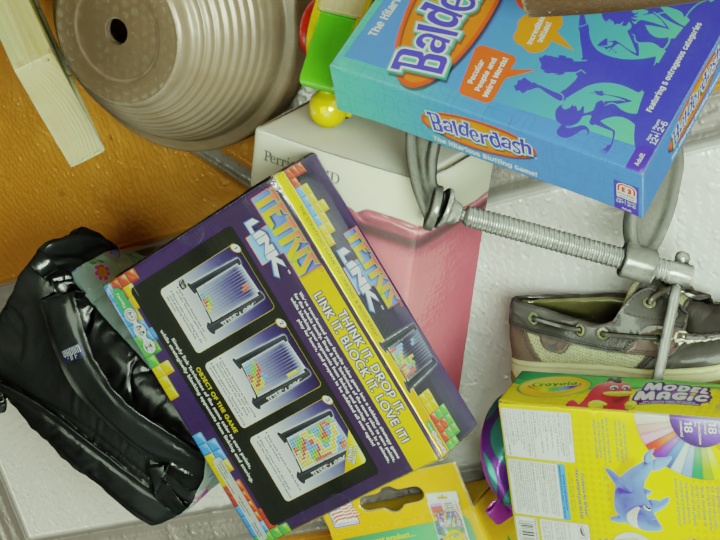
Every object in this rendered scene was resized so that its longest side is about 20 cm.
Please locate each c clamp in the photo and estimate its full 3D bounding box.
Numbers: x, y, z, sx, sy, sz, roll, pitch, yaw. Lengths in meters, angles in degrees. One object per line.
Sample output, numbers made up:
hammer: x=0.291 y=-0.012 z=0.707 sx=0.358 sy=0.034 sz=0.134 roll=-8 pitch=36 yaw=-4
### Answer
c clamp: x=0.114 y=-0.043 z=1.128 sx=0.199 sy=0.027 sz=0.172 roll=20 pitch=76 yaw=-4

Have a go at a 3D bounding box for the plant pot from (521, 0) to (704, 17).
plant pot: x=0.196 y=-0.222 z=1.013 sx=0.199 sy=0.187 sz=0.188 roll=6 pitch=113 yaw=11

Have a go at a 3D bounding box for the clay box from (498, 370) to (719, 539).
clay box: x=0.186 y=0.124 z=1.111 sx=0.199 sy=0.048 sz=0.115 roll=3 pitch=115 yaw=26

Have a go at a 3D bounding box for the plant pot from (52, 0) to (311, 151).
plant pot: x=-0.137 y=-0.169 z=1.262 sx=0.200 sy=0.093 sz=0.202 roll=12 pitch=115 yaw=25

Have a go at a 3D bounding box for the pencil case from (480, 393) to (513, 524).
pencil case: x=0.178 y=0.114 z=1.192 sx=0.199 sy=0.093 sz=0.085 roll=-7 pitch=145 yaw=33

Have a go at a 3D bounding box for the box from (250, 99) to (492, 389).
box: x=0.000 y=0.000 z=1.238 sx=0.127 sy=0.109 sz=0.201 roll=18 pitch=117 yaw=24

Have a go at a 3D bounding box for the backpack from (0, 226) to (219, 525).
backpack: x=-0.164 y=0.078 z=1.355 sx=0.200 sy=0.127 sz=0.167 roll=43 pitch=135 yaw=8

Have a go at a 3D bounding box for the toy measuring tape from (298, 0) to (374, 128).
toy measuring tape: x=0.010 y=-0.184 z=1.192 sx=0.073 sy=0.074 sz=0.201 roll=17 pitch=88 yaw=23

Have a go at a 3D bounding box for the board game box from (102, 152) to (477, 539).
board game box: x=-0.047 y=0.052 z=1.186 sx=0.165 sy=0.057 sz=0.201 roll=-29 pitch=92 yaw=33

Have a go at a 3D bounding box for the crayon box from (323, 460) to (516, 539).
crayon box: x=0.063 y=0.225 z=1.325 sx=0.125 sy=0.052 sz=0.201 roll=-16 pitch=101 yaw=34

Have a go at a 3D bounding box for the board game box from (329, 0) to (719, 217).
board game box: x=0.105 y=-0.130 z=1.103 sx=0.199 sy=0.152 sz=0.045 roll=20 pitch=151 yaw=21

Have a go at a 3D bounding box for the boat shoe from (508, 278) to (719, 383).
boat shoe: x=0.179 y=0.035 z=1.169 sx=0.199 sy=0.073 sz=0.065 roll=-8 pitch=104 yaw=27

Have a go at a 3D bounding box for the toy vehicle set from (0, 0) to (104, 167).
toy vehicle set: x=-0.231 y=-0.179 z=1.256 sx=0.026 sy=0.124 sz=0.200 roll=-25 pitch=62 yaw=-4
